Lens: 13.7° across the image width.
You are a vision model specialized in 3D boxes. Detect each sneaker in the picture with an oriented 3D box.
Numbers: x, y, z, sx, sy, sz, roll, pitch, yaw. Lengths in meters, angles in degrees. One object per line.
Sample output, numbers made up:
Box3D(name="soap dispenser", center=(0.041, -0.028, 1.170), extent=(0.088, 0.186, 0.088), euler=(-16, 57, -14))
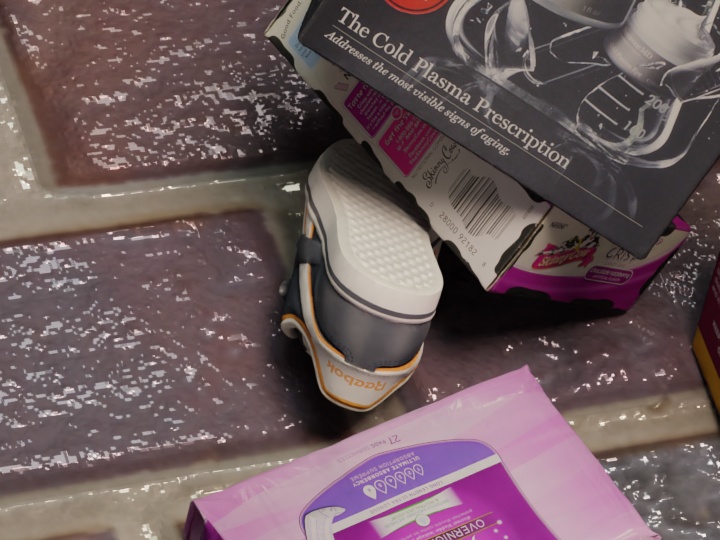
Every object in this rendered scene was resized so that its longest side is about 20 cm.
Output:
Box3D(name="sneaker", center=(0.000, 0.000, 1.489), extent=(0.078, 0.080, 0.200), euler=(19, 22, -4))

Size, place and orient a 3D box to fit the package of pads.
Box3D(name="package of pads", center=(0.028, 0.132, 1.372), extent=(0.199, 0.076, 0.121), euler=(-21, 55, -29))

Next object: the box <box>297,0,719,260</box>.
Box3D(name="box", center=(0.103, -0.143, 1.410), extent=(0.199, 0.182, 0.104), euler=(31, 24, -7))

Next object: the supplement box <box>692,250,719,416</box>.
Box3D(name="supplement box", center=(0.254, -0.004, 1.459), extent=(0.130, 0.201, 0.103), euler=(-2, 41, -14))

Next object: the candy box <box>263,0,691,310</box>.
Box3D(name="candy box", center=(0.060, -0.071, 1.528), extent=(0.136, 0.061, 0.200), euler=(7, 36, -54))
